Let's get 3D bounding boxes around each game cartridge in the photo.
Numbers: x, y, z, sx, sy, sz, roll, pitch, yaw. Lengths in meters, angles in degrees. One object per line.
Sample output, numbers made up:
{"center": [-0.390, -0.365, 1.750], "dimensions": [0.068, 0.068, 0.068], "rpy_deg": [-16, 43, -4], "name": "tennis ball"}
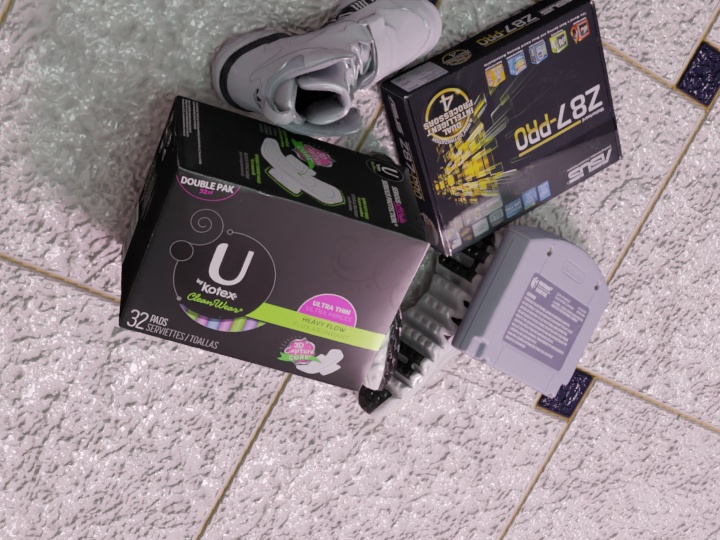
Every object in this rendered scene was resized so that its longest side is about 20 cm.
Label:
{"center": [0.160, 0.035, 1.439], "dimensions": [0.134, 0.041, 0.200], "rpy_deg": [-60, 147, 1], "name": "game cartridge"}

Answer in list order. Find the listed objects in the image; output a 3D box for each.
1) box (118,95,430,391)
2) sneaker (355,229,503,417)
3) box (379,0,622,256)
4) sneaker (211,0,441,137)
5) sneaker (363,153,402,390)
{"center": [-0.070, -0.020, 1.226], "dimensions": [0.199, 0.125, 0.149], "rpy_deg": [16, 118, -16], "name": "box"}
{"center": [0.075, 0.055, 1.427], "dimensions": [0.200, 0.075, 0.081], "rpy_deg": [-51, 136, 3], "name": "sneaker"}
{"center": [0.125, -0.128, 1.375], "dimensions": [0.199, 0.049, 0.162], "rpy_deg": [-28, 125, -19], "name": "box"}
{"center": [-0.007, -0.158, 1.246], "dimensions": [0.199, 0.115, 0.076], "rpy_deg": [-19, 122, -21], "name": "sneaker"}
{"center": [0.000, 0.000, 1.354], "dimensions": [0.079, 0.074, 0.202], "rpy_deg": [9, 99, 10], "name": "sneaker"}
